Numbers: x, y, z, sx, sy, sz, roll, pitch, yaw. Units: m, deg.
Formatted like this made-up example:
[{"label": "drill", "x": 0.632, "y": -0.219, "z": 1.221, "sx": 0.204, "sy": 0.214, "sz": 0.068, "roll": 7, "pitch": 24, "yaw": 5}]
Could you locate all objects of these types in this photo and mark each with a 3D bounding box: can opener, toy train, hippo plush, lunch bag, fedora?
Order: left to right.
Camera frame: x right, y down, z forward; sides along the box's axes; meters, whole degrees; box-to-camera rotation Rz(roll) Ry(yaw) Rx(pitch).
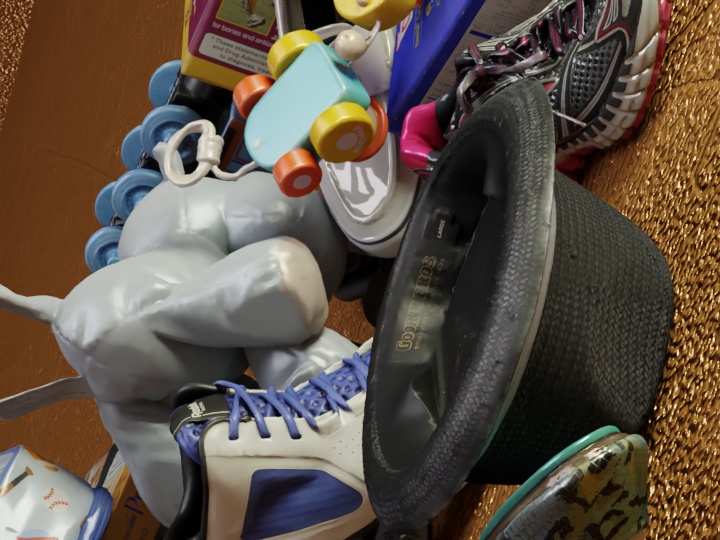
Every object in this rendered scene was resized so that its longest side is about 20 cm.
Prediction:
[{"label": "lunch bag", "x": -0.204, "y": 0.185, "z": 1.524, "sx": 0.200, "sy": 0.075, "sz": 0.161, "roll": -41, "pitch": 26, "yaw": 59}, {"label": "toy train", "x": -0.110, "y": -0.053, "z": 1.994, "sx": 0.087, "sy": 0.114, "sz": 0.200, "roll": -85, "pitch": 19, "yaw": -55}, {"label": "hippo plush", "x": -0.081, "y": 0.031, "z": 1.513, "sx": 0.161, "sy": 0.199, "sz": 0.160, "roll": -74, "pitch": -21, "yaw": -62}, {"label": "toy train", "x": -0.024, "y": -0.127, "z": 1.461, "sx": 0.150, "sy": 0.056, "sz": 0.201, "roll": 7, "pitch": 80, "yaw": 45}, {"label": "can opener", "x": 0.000, "y": 0.000, "z": 1.604, "sx": 0.200, "sy": 0.052, "sz": 0.067, "roll": 174, "pitch": 113, "yaw": -76}, {"label": "fedora", "x": 0.071, "y": 0.023, "z": 1.193, "sx": 0.201, "sy": 0.091, "sz": 0.201, "roll": -162, "pitch": 90, "yaw": -77}]

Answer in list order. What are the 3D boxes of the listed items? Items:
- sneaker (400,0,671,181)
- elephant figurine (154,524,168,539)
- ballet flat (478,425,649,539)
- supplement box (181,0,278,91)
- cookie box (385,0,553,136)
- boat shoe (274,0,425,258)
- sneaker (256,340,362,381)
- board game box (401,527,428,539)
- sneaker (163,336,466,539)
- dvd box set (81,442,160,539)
[{"label": "sneaker", "x": 0.083, "y": -0.086, "z": 1.336, "sx": 0.200, "sy": 0.074, "sz": 0.081, "roll": 126, "pitch": 158, "yaw": -51}, {"label": "elephant figurine", "x": -0.139, "y": 0.223, "z": 1.743, "sx": 0.155, "sy": 0.141, "sz": 0.201, "roll": 17, "pitch": 84, "yaw": 43}, {"label": "ballet flat", "x": 0.074, "y": 0.119, "z": 1.131, "sx": 0.200, "sy": 0.074, "sz": 0.075, "roll": 125, "pitch": 160, "yaw": -64}, {"label": "supplement box", "x": -0.016, "y": -0.201, "z": 1.771, "sx": 0.103, "sy": 0.130, "sz": 0.200, "roll": -91, "pitch": 24, "yaw": -56}, {"label": "cookie box", "x": 0.086, "y": -0.179, "z": 1.442, "sx": 0.200, "sy": 0.075, "sz": 0.172, "roll": 124, "pitch": 158, "yaw": -49}, {"label": "boat shoe", "x": -0.009, "y": -0.105, "z": 1.509, "sx": 0.072, "sy": 0.066, "sz": 0.201, "roll": -18, "pitch": 67, "yaw": 30}, {"label": "sneaker", "x": -0.040, "y": 0.104, "z": 1.624, "sx": 0.200, "sy": 0.060, "sz": 0.105, "roll": 131, "pitch": 156, "yaw": -71}, {"label": "board game box", "x": -0.006, "y": 0.177, "z": 1.427, "sx": 0.200, "sy": 0.034, "sz": 0.127, "roll": -91, "pitch": 24, "yaw": -55}, {"label": "sneaker", "x": -0.022, "y": 0.077, "z": 1.361, "sx": 0.200, "sy": 0.115, "sz": 0.081, "roll": -50, "pitch": 24, "yaw": 7}, {"label": "dvd box set", "x": -0.154, "y": 0.181, "z": 1.576, "sx": 0.146, "sy": 0.029, "sz": 0.201, "roll": -44, "pitch": 22, "yaw": 59}]
